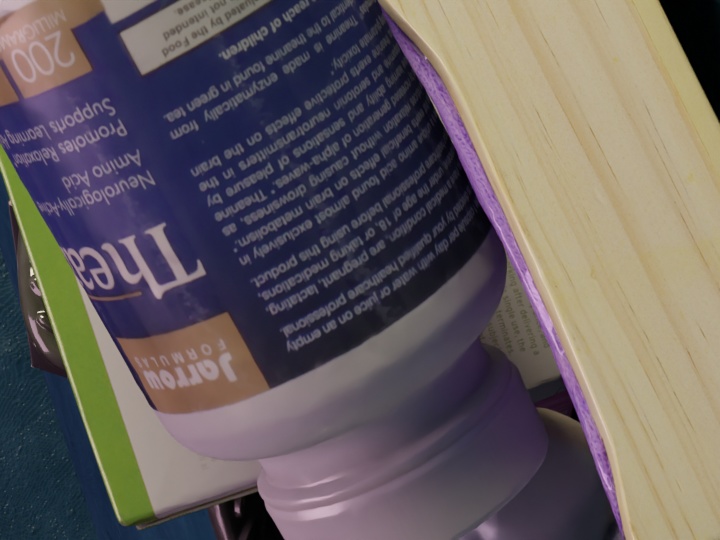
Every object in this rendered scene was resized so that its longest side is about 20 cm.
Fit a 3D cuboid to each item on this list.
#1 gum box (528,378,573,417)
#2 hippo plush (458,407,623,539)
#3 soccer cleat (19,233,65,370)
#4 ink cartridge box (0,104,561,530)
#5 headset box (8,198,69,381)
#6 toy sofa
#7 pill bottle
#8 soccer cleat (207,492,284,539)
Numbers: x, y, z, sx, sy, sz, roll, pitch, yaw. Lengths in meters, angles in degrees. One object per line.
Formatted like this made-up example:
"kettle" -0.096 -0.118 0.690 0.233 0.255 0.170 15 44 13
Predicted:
"gum box" 0.015 0.019 0.976 0.114 0.066 0.201 94 154 -56
"hippo plush" 0.075 0.152 0.769 0.159 0.200 0.161 33 174 17
"soccer cleat" -0.093 -0.041 0.894 0.073 0.068 0.201 123 153 -55
"ink cartridge box" -0.002 -0.020 0.770 0.076 0.199 0.149 -42 -67 -84
"headset box" -0.088 -0.046 1.055 0.149 0.075 0.201 96 -167 -61
"toy sofa" 0.074 -0.005 0.646 0.083 0.097 0.201 106 142 -67
"pill bottle" -0.027 -0.018 0.670 0.201 0.111 0.111 62 169 -15
"soccer cleat" -0.019 0.115 0.875 0.073 0.068 0.201 1 122 57
